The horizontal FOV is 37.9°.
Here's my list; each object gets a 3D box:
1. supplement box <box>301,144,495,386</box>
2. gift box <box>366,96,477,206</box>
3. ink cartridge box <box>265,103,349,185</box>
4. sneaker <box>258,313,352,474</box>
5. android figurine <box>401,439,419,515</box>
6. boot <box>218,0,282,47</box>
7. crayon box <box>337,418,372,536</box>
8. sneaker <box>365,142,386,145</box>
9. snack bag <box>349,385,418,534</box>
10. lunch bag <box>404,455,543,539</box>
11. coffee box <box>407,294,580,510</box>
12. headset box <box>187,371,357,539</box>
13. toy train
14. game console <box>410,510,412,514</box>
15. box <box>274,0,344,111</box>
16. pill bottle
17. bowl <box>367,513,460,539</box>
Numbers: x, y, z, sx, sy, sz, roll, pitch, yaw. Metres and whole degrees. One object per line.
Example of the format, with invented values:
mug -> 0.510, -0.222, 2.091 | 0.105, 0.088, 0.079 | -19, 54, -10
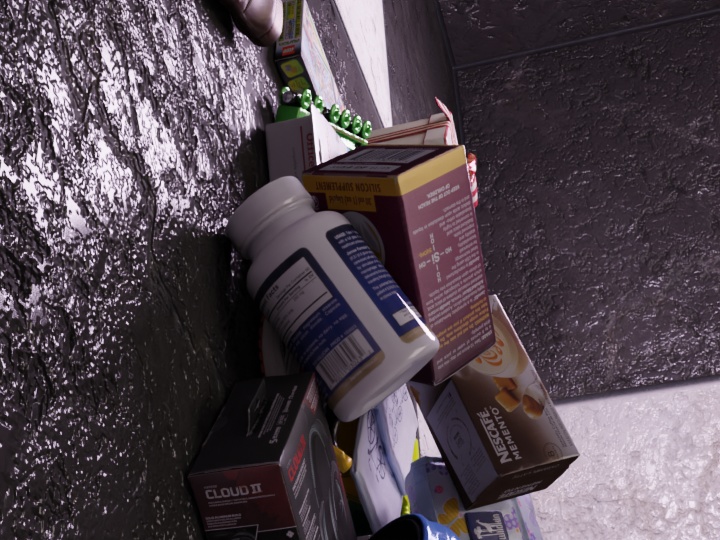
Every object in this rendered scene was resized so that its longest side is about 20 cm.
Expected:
supplement box -> 0.037, -0.010, 0.994 | 0.103, 0.130, 0.203 | -28, 113, -40
gift box -> 0.079, -0.138, 1.551 | 0.185, 0.184, 0.203 | -78, 156, -64
ink cartridge box -> -0.053, -0.096, 1.154 | 0.200, 0.066, 0.118 | 40, 42, -73
sneaker -> -0.046, 0.104, 0.983 | 0.078, 0.081, 0.203 | 53, 29, -66
android figurine -> 0.047, 0.238, 1.446 | 0.183, 0.040, 0.202 | 67, 16, -51
boot -> -0.131, -0.337, 1.014 | 0.200, 0.063, 0.189 | 35, 44, -68
crayon box -> -0.010, 0.198, 1.159 | 0.201, 0.051, 0.127 | 64, 20, -53
sneaker -> 0.030, -0.037, 1.196 | 0.089, 0.074, 0.203 | 72, 15, -76
snack bag -> 0.029, 0.193, 1.145 | 0.202, 0.021, 0.190 | -77, 158, -45
lunch bag -> 0.127, 0.298, 1.115 | 0.200, 0.126, 0.172 | 37, 33, -48
coffee box -> 0.127, 0.135, 1.102 | 0.080, 0.113, 0.202 | -58, -133, 46
headset box -> -0.064, 0.188, 0.836 | 0.149, 0.076, 0.203 | -69, 149, -69
toy train -> -0.042, -0.169, 1.244 | 0.199, 0.041, 0.057 | 14, 87, -64
game console -> 0.035, 0.370, 1.139 | 0.118, 0.171, 0.200 | 45, 9, 7
box -> -0.059, -0.226, 1.322 | 0.201, 0.034, 0.111 | 67, 17, -48
pill bottle -> -0.030, 0.020, 0.917 | 0.201, 0.111, 0.111 | 53, 6, 12
bowl -> 0.005, 0.288, 0.861 | 0.039, 0.201, 0.201 | 39, 20, -7
